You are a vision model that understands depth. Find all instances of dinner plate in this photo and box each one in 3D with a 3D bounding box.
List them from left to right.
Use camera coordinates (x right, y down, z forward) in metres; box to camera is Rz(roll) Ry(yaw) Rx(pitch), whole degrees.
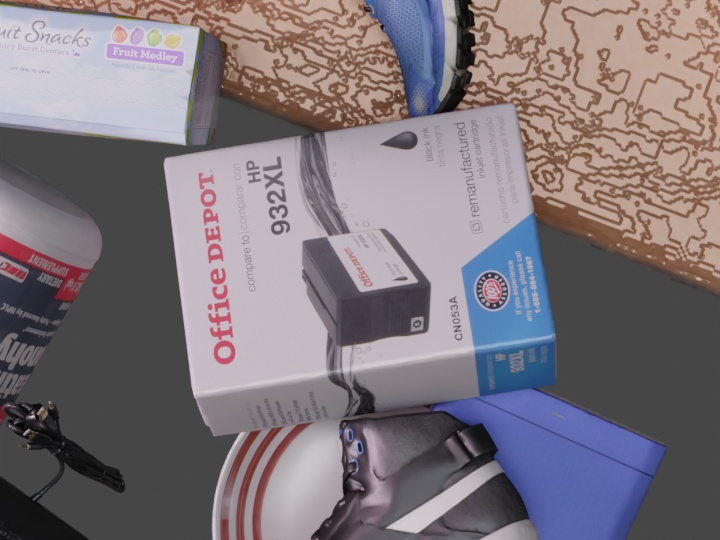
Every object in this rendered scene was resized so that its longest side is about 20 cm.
[{"bbox_3d":[0.014,0.148,1.409,0.200,0.024,0.200,0,95,1],"label":"dinner plate"}]

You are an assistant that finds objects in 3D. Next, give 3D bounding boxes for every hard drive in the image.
[{"bbox_3d":[0.074,0.164,1.386,0.132,0.025,0.200,24,94,-2],"label":"hard drive"}]

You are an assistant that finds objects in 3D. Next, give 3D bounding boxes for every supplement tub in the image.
[{"bbox_3d":[-0.247,0.029,1.344,0.140,0.140,0.200,30,94,-2],"label":"supplement tub"}]

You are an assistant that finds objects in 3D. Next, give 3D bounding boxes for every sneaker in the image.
[{"bbox_3d":[-0.010,0.145,1.349,0.200,0.073,0.112,-25,76,6],"label":"sneaker"},{"bbox_3d":[0.009,-0.176,1.366,0.089,0.079,0.200,-16,86,9],"label":"sneaker"}]

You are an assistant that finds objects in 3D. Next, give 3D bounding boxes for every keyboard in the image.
[{"bbox_3d":[-0.193,0.132,1.343,0.127,0.200,0.021,-39,52,4],"label":"keyboard"}]

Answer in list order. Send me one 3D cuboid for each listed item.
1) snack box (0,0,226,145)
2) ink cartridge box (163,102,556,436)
[{"bbox_3d":[-0.163,-0.107,1.303,0.169,0.200,0.068,7,95,-1],"label":"snack box"},{"bbox_3d":[0.000,0.000,1.345,0.200,0.084,0.145,-9,70,2],"label":"ink cartridge box"}]
